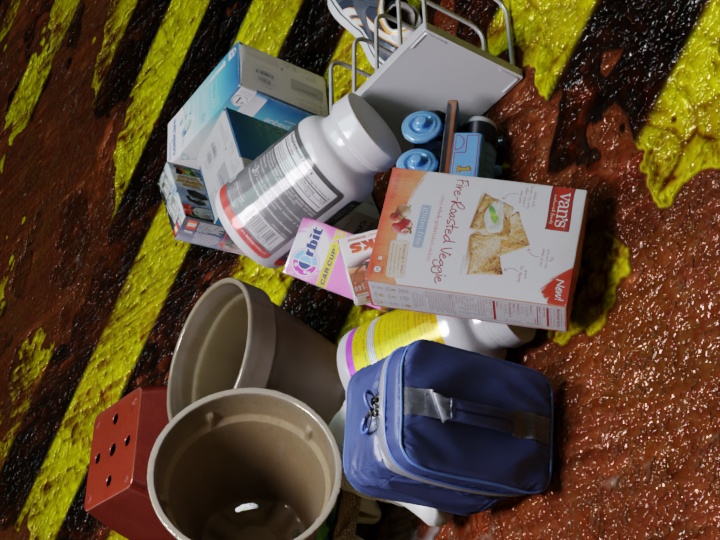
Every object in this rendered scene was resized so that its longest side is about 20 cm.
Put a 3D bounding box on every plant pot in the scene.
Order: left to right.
[{"bbox_3d":[-0.244,0.250,1.943,0.200,0.176,0.200,-32,47,47],"label":"plant pot"},{"bbox_3d":[-0.119,0.259,1.609,0.184,0.200,0.201,91,174,-53],"label":"plant pot"},{"bbox_3d":[-0.110,0.127,1.794,0.200,0.173,0.200,-35,46,46],"label":"plant pot"}]

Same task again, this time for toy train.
[{"bbox_3d":[0.098,-0.096,1.644,0.087,0.114,0.200,79,-164,-52],"label":"toy train"}]

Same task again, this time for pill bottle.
[{"bbox_3d":[-0.057,-0.102,1.699,0.200,0.116,0.116,-38,40,18],"label":"pill bottle"},{"bbox_3d":[0.080,0.076,1.557,0.200,0.104,0.104,-27,49,31],"label":"pill bottle"}]

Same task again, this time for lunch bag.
[{"bbox_3d":[0.083,0.146,1.432,0.132,0.200,0.136,-32,50,52],"label":"lunch bag"}]

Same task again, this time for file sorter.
[{"bbox_3d":[0.068,-0.235,1.748,0.200,0.139,0.125,-42,38,40],"label":"file sorter"}]

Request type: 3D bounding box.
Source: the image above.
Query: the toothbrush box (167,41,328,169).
[{"bbox_3d":[-0.158,-0.203,2.080,0.200,0.146,0.085,-40,41,41],"label":"toothbrush box"}]

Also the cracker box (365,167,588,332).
[{"bbox_3d":[0.116,-0.022,1.478,0.058,0.200,0.134,77,-157,-59],"label":"cracker box"}]

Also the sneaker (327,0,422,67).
[{"bbox_3d":[0.027,-0.326,1.931,0.079,0.078,0.200,-60,42,26],"label":"sneaker"}]

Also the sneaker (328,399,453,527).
[{"bbox_3d":[0.026,0.217,1.586,0.080,0.070,0.200,-49,44,1],"label":"sneaker"}]

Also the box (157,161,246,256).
[{"bbox_3d":[-0.156,-0.070,1.959,0.040,0.200,0.137,-63,29,25],"label":"box"}]

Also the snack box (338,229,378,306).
[{"bbox_3d":[0.082,-0.022,1.534,0.024,0.200,0.072,83,172,-60],"label":"snack box"}]

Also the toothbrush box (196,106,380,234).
[{"bbox_3d":[-0.090,-0.103,1.868,0.085,0.200,0.147,-57,33,27],"label":"toothbrush box"}]

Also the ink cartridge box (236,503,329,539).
[{"bbox_3d":[-0.092,0.306,1.743,0.200,0.076,0.148,-33,50,52],"label":"ink cartridge box"}]

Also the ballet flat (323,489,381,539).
[{"bbox_3d":[-0.011,0.287,1.649,0.071,0.065,0.200,122,157,-71],"label":"ballet flat"}]

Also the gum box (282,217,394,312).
[{"bbox_3d":[0.000,0.000,1.657,0.200,0.113,0.066,23,-93,-78],"label":"gum box"}]
